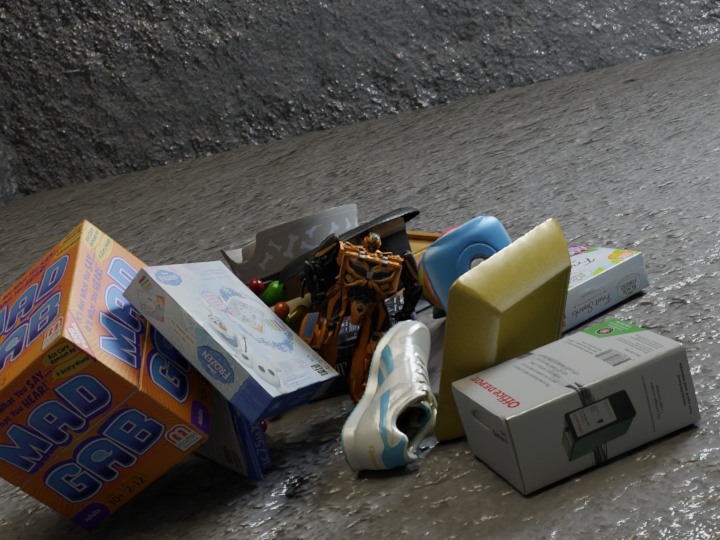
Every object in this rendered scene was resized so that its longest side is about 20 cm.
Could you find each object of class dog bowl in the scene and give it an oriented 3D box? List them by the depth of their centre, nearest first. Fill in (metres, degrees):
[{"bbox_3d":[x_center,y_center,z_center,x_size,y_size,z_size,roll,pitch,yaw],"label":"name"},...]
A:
[{"bbox_3d":[-0.089,-0.031,1.883,0.198,0.059,0.200,-18,-2,-1],"label":"dog bowl"}]

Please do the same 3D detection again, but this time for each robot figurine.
[{"bbox_3d":[-0.005,0.056,1.608,0.143,0.202,0.058,12,11,-10],"label":"robot figurine"}]

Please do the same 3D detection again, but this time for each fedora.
[{"bbox_3d":[0.000,0.000,1.708,0.199,0.092,0.201,-26,-2,-1],"label":"fedora"}]

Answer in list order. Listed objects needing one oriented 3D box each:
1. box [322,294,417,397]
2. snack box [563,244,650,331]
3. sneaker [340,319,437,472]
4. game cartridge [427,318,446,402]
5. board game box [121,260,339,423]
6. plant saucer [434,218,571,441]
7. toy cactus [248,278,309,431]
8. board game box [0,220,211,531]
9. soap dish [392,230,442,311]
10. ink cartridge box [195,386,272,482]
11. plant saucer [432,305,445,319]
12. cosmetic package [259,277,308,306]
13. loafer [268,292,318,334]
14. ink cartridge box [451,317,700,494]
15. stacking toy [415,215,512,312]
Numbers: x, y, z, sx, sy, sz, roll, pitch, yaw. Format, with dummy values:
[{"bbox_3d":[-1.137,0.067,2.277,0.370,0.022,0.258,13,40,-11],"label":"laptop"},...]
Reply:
[{"bbox_3d":[-0.001,0.096,1.794,0.156,0.050,0.200,-16,14,4],"label":"box"},{"bbox_3d":[0.247,0.029,1.758,0.199,0.053,0.142,-25,18,-26],"label":"snack box"},{"bbox_3d":[0.049,0.135,1.493,0.080,0.077,0.201,-5,42,28],"label":"sneaker"},{"bbox_3d":[0.120,0.096,1.610,0.129,0.039,0.200,-3,32,46],"label":"game cartridge"},{"bbox_3d":[-0.137,0.072,1.507,0.043,0.199,0.200,-49,-13,14],"label":"board game box"},{"bbox_3d":[0.162,0.071,1.477,0.048,0.202,0.199,25,37,31],"label":"plant saucer"},{"bbox_3d":[-0.155,0.094,1.691,0.163,0.202,0.102,11,-18,10],"label":"toy cactus"},{"bbox_3d":[-0.299,0.116,1.510,0.199,0.199,0.201,-38,31,23],"label":"board game box"},{"bbox_3d":[0.055,0.000,2.029,0.156,0.082,0.199,-25,18,-30],"label":"soap dish"},{"bbox_3d":[-0.159,0.163,1.580,0.042,0.121,0.199,-21,15,-25],"label":"ink cartridge box"},{"bbox_3d":[0.176,0.004,1.814,0.199,0.028,0.200,-29,-11,-6],"label":"plant saucer"},{"bbox_3d":[-0.061,0.032,1.936,0.105,0.072,0.199,-12,-6,-43],"label":"cosmetic package"},{"bbox_3d":[-0.105,0.074,1.782,0.200,0.068,0.076,-41,11,1],"label":"loafer"},{"bbox_3d":[0.209,0.129,1.367,0.198,0.085,0.146,-20,15,-13],"label":"ink cartridge box"},{"bbox_3d":[0.109,0.009,1.681,0.115,0.111,0.200,-29,2,-18],"label":"stacking toy"}]
